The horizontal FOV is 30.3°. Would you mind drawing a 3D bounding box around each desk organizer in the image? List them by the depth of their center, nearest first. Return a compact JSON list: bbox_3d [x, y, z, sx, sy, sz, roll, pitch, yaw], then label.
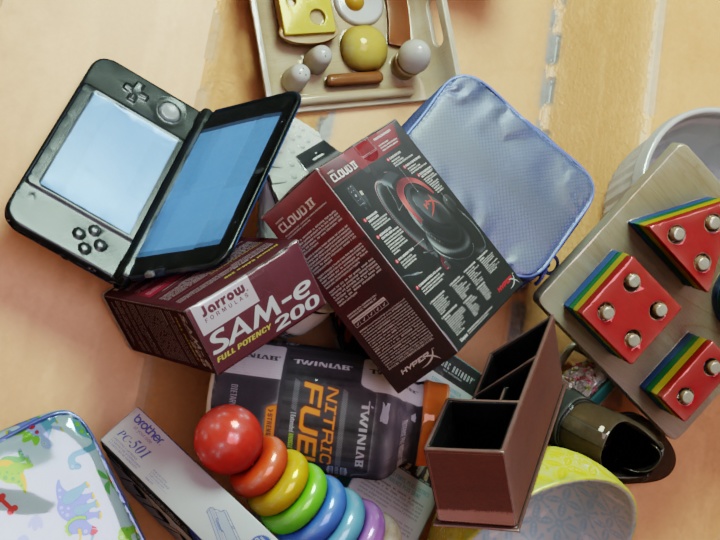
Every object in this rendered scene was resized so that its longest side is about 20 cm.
[{"bbox_3d":[0.115,0.121,1.109,0.200,0.071,0.077,-59,142,-53],"label":"desk organizer"}]

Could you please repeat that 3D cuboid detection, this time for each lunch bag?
[{"bbox_3d":[-0.259,0.223,1.056,0.160,0.082,0.201,-27,90,-25],"label":"lunch bag"},{"bbox_3d":[0.109,-0.064,1.230,0.200,0.132,0.136,42,70,-3],"label":"lunch bag"}]

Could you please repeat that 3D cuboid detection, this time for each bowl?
[{"bbox_3d":[0.134,0.222,1.185,0.199,0.201,0.108,-11,40,-23],"label":"bowl"}]

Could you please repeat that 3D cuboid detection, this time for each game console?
[{"bbox_3d":[-0.170,-0.096,1.108,0.170,0.118,0.201,30,53,-12],"label":"game console"}]

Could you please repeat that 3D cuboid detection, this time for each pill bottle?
[{"bbox_3d":[-0.025,0.118,1.123,0.199,0.106,0.107,7,76,2],"label":"pill bottle"}]

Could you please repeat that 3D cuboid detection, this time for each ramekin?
[{"bbox_3d":[0.337,-0.054,1.332,0.199,0.105,0.202,4,78,-21],"label":"ramekin"}]

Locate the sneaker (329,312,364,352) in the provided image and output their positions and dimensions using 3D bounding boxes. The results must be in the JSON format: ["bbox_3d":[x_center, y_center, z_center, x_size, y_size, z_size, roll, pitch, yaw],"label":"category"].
[{"bbox_3d":[0.000,0.000,1.185,0.077,0.112,0.201,-27,90,-24],"label":"sneaker"}]

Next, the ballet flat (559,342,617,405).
[{"bbox_3d":[0.235,0.084,1.288,0.200,0.076,0.064,-35,61,-28],"label":"ballet flat"}]

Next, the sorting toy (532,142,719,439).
[{"bbox_3d":[0.298,0.024,1.212,0.200,0.070,0.199,44,87,-15],"label":"sorting toy"}]

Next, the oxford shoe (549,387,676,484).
[{"bbox_3d":[0.249,0.172,1.235,0.200,0.084,0.073,22,95,-48],"label":"oxford shoe"}]

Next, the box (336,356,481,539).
[{"bbox_3d":[0.039,0.167,1.201,0.082,0.049,0.201,33,70,-12],"label":"box"}]

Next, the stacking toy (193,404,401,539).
[{"bbox_3d":[-0.056,0.177,1.065,0.200,0.085,0.086,48,66,-25],"label":"stacking toy"}]

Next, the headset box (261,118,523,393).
[{"bbox_3d":[0.023,-0.024,1.083,0.200,0.075,0.149,52,34,-1],"label":"headset box"}]

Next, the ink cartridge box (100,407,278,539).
[{"bbox_3d":[-0.120,0.202,1.057,0.200,0.094,0.044,38,67,26],"label":"ink cartridge box"}]

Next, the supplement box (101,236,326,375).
[{"bbox_3d":[-0.124,0.023,1.081,0.109,0.200,0.061,-33,107,-23],"label":"supplement box"}]

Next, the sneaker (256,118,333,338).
[{"bbox_3d":[-0.064,-0.042,1.153,0.076,0.080,0.201,11,59,-32],"label":"sneaker"}]

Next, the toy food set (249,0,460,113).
[{"bbox_3d":[-0.008,-0.231,1.256,0.199,0.060,0.145,-8,83,-23],"label":"toy food set"}]
